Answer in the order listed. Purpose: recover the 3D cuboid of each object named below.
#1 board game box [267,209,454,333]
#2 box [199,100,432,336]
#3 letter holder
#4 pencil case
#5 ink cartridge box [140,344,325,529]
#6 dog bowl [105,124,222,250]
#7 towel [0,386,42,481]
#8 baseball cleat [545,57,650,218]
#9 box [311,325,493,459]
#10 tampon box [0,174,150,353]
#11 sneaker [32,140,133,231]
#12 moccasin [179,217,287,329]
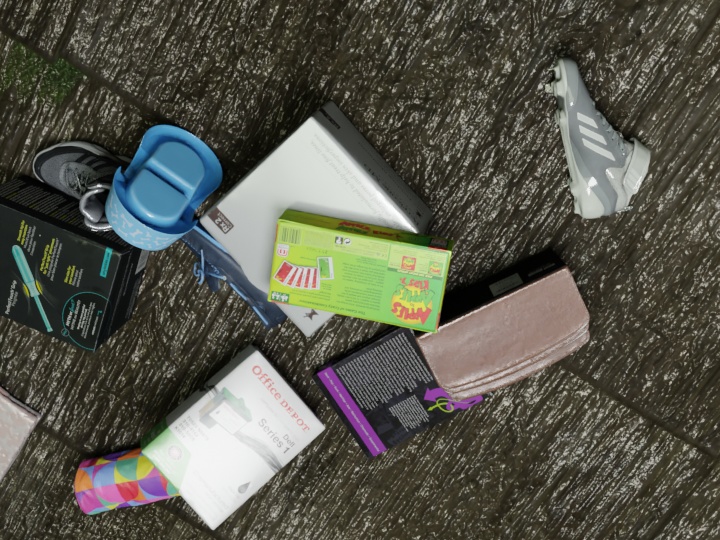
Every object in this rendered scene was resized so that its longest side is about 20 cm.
[{"bbox_3d":[0.000,0.000,1.188,0.200,0.048,0.102,11,110,5],"label":"board game box"},{"bbox_3d":[-0.051,-0.066,1.269,0.200,0.131,0.199,-40,98,19],"label":"box"},{"bbox_3d":[0.183,0.086,1.273,0.200,0.101,0.142,-25,102,5],"label":"letter holder"},{"bbox_3d":[-0.302,0.294,1.457,0.200,0.088,0.088,-11,106,14],"label":"pencil case"},{"bbox_3d":[-0.168,0.216,1.363,0.200,0.084,0.146,-42,98,-8],"label":"ink cartridge box"},{"bbox_3d":[-0.244,-0.100,1.263,0.111,0.200,0.050,35,126,-13],"label":"dog bowl"},{"bbox_3d":[-0.590,0.230,1.514,0.191,0.032,0.200,36,111,-3],"label":"towel"},{"bbox_3d":[0.284,-0.162,1.220,0.106,0.070,0.200,-11,115,7],"label":"baseball cleat"},{"bbox_3d":[0.056,0.148,1.370,0.200,0.036,0.143,-30,101,19],"label":"box"},{"bbox_3d":[-0.398,-0.012,1.350,0.200,0.126,0.150,22,110,3],"label":"tampon box"},{"bbox_3d":[-0.345,-0.108,1.311,0.200,0.114,0.076,15,114,10],"label":"sneaker"},{"bbox_3d":[-0.175,0.003,1.338,0.200,0.080,0.068,39,98,-2],"label":"moccasin"}]
